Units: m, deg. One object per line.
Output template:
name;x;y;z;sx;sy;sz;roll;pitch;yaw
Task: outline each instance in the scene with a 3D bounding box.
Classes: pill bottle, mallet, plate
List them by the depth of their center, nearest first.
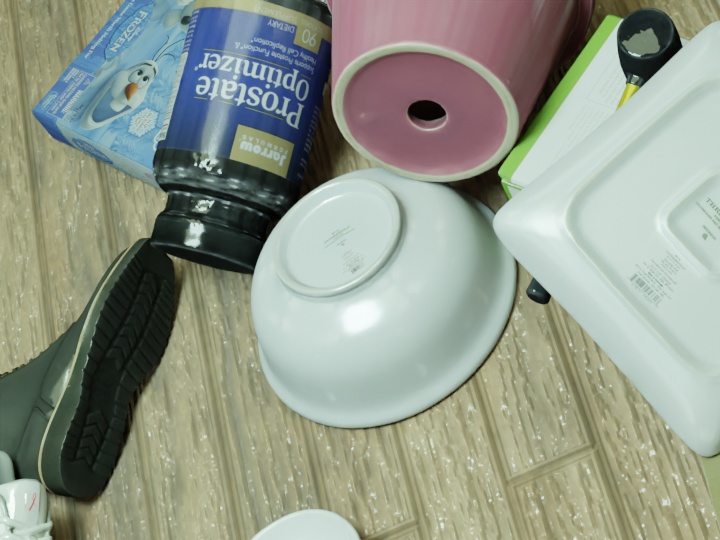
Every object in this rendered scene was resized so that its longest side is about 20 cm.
plate;0.214;-0.024;1.165;0.200;0.032;0.200;-41;78;-4
mallet;0.156;-0.067;1.232;0.041;0.066;0.201;21;83;24
pill bottle;-0.089;-0.104;1.419;0.111;0.112;0.201;9;82;34

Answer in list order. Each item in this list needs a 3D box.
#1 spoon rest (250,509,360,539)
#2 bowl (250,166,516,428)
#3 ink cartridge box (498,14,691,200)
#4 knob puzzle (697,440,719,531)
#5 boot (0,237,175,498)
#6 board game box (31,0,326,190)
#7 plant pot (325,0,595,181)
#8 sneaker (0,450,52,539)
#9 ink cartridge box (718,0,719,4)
spoon rest;-0.024;0.229;1.194;0.099;0.061;0.200;-32;48;4
bowl;0.000;0.000;1.331;0.200;0.090;0.202;-16;50;19
ink cartridge box;0.215;-0.067;1.273;0.199;0.076;0.148;25;71;33
knob puzzle;0.307;0.144;1.092;0.219;0.030;0.220;-16;50;19
boot;-0.228;0.065;1.424;0.138;0.078;0.201;1;56;36
board game box;-0.137;-0.163;1.560;0.199;0.043;0.200;26;72;38
plant pot;0.060;-0.168;1.332;0.199;0.200;0.180;-8;44;24
sneaker;-0.239;0.194;1.306;0.200;0.078;0.100;47;114;41
ink cartridge box;0.316;-0.225;1.284;0.083;0.147;0.201;9;60;35
